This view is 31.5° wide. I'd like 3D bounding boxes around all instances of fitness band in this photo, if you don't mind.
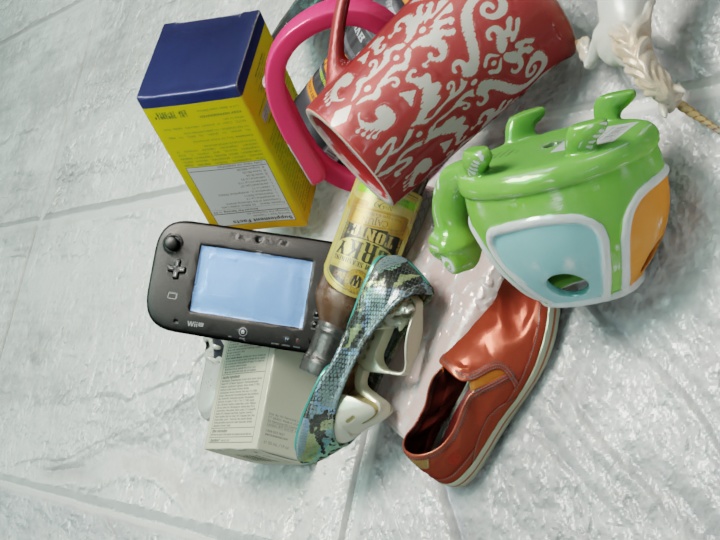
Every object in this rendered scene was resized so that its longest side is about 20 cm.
[{"bbox_3d":[-0.004,-0.152,1.151,0.143,0.201,0.038,-22,36,9],"label":"fitness band"}]

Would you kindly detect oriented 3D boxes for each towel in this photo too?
[{"bbox_3d":[0.052,0.031,1.118,0.191,0.032,0.201,34,102,56],"label":"towel"}]

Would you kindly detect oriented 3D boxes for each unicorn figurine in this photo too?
[{"bbox_3d":[0.203,-0.195,0.956,0.137,0.073,0.202,-102,-1,-79],"label":"unicorn figurine"}]

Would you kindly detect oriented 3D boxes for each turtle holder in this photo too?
[{"bbox_3d":[0.133,-0.041,0.921,0.184,0.133,0.141,-16,14,9],"label":"turtle holder"}]

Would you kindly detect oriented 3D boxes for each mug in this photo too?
[{"bbox_3d":[0.049,-0.173,1.062,0.200,0.134,0.177,-44,63,-4],"label":"mug"}]

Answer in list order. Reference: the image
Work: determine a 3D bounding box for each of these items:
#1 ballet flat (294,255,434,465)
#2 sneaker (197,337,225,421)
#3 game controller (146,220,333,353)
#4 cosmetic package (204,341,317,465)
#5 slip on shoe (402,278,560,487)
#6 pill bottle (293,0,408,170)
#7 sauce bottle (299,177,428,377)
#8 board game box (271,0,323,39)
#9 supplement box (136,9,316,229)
[{"bbox_3d":[0.006,0.087,1.076,0.074,0.074,0.201,40,112,56],"label":"ballet flat"},{"bbox_3d":[-0.159,0.051,1.322,0.079,0.129,0.200,34,101,58],"label":"sneaker"},{"bbox_3d":[-0.100,0.016,1.183,0.198,0.042,0.105,8,75,11],"label":"game controller"},{"bbox_3d":[-0.082,0.084,1.244,0.103,0.073,0.202,-9,65,53],"label":"cosmetic package"},{"bbox_3d":[0.096,0.076,1.003,0.201,0.061,0.074,-62,32,8],"label":"slip on shoe"},{"bbox_3d":[0.020,-0.185,1.213,0.200,0.106,0.107,-49,38,27],"label":"pill bottle"},{"bbox_3d":[0.000,0.000,1.125,0.065,0.064,0.202,18,89,57],"label":"sauce bottle"},{"bbox_3d":[-0.037,-0.309,1.347,0.200,0.028,0.136,-50,11,30],"label":"board game box"},{"bbox_3d":[-0.124,-0.144,1.278,0.108,0.201,0.110,-4,50,19],"label":"supplement box"}]
